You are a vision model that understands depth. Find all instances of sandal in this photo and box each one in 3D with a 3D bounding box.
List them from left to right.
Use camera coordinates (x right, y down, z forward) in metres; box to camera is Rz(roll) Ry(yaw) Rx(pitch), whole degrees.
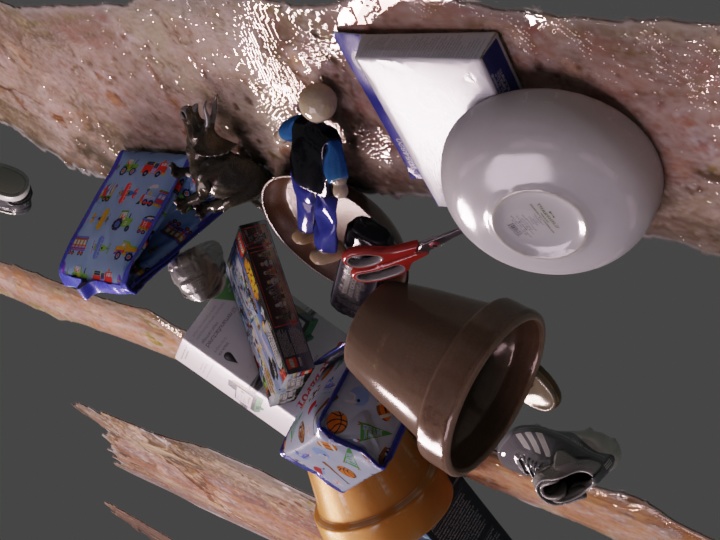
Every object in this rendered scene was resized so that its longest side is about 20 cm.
[{"bbox_3d":[0.143,0.110,1.548,0.199,0.054,0.080,35,154,1],"label":"sandal"}]

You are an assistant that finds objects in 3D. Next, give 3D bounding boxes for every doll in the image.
[{"bbox_3d":[-0.049,-0.107,1.375,0.137,0.048,0.201,47,148,38],"label":"doll"}]

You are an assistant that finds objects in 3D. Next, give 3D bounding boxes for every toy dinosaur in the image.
[{"bbox_3d":[-0.153,-0.103,1.518,0.102,0.077,0.200,-24,138,24],"label":"toy dinosaur"}]

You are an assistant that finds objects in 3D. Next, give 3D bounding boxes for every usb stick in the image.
[{"bbox_3d":[0.000,0.000,1.493,0.055,0.033,0.200,24,153,4],"label":"usb stick"}]

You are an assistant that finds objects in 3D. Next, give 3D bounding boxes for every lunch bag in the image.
[{"bbox_3d":[-0.285,-0.047,1.632,0.150,0.201,0.094,8,143,44],"label":"lunch bag"},{"bbox_3d":[0.001,0.148,1.616,0.123,0.201,0.170,34,155,-8],"label":"lunch bag"}]

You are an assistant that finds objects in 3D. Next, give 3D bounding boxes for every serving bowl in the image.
[{"bbox_3d":[0.161,-0.062,1.157,0.198,0.066,0.201,12,140,10],"label":"serving bowl"}]

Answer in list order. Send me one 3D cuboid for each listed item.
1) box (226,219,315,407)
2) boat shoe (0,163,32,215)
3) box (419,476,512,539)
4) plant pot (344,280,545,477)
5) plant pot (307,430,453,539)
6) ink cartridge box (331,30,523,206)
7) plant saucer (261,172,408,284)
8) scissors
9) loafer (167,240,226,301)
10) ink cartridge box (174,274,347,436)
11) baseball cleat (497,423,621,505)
[{"bbox_3d":[-0.116,0.055,1.657,0.137,0.040,0.201,121,133,-65],"label":"box"},{"bbox_3d":[-0.581,-0.140,1.975,0.199,0.076,0.061,29,148,14],"label":"boat shoe"},{"bbox_3d":[0.122,0.396,1.995,0.148,0.107,0.200,3,139,49],"label":"box"},{"bbox_3d":[0.079,0.100,1.448,0.174,0.201,0.201,26,153,25],"label":"plant pot"},{"bbox_3d":[0.005,0.273,1.859,0.199,0.200,0.184,-2,120,51],"label":"plant pot"},{"bbox_3d":[0.076,-0.136,1.232,0.199,0.041,0.200,10,144,42],"label":"ink cartridge box"},{"bbox_3d":[-0.024,-0.046,1.514,0.199,0.032,0.201,27,153,15],"label":"plant saucer"},{"bbox_3d":[0.071,-0.025,1.391,0.199,0.014,0.073,-16,148,24],"label":"scissors"},{"bbox_3d":[-0.206,0.004,1.693,0.200,0.069,0.070,-66,-48,-83],"label":"loafer"},{"bbox_3d":[-0.122,0.107,1.759,0.199,0.147,0.084,34,153,0],"label":"ink cartridge box"},{"bbox_3d":[0.221,0.235,1.606,0.199,0.106,0.070,-17,110,53],"label":"baseball cleat"}]
